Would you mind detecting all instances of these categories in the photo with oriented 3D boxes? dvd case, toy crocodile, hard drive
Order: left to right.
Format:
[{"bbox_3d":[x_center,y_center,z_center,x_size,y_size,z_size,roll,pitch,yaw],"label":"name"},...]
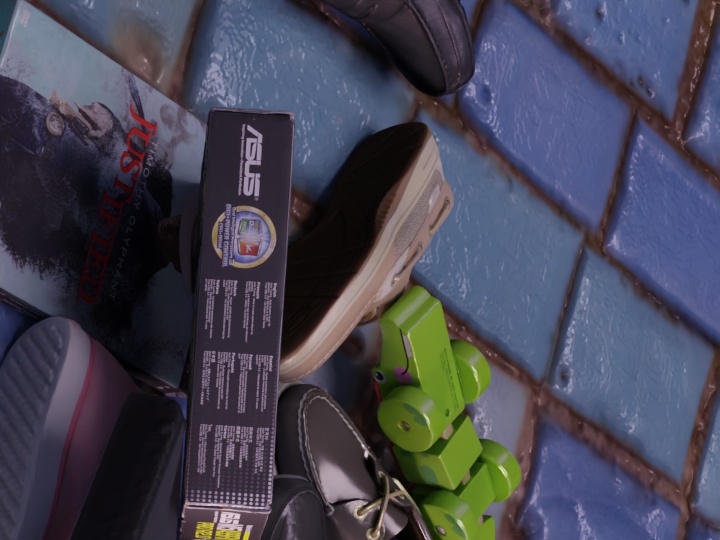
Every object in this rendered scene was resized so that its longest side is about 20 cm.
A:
[{"bbox_3d":[-0.138,-0.035,1.544,0.200,0.022,0.146,35,63,-47],"label":"dvd case"},{"bbox_3d":[-0.119,0.176,1.420,0.140,0.033,0.200,-72,172,-48],"label":"hard drive"},{"bbox_3d":[0.042,0.099,1.716,0.068,0.062,0.200,-48,134,-39],"label":"toy crocodile"}]

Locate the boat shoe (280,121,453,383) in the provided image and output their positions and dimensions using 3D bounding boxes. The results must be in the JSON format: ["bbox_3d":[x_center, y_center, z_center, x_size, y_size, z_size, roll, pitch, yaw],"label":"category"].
[{"bbox_3d":[0.000,0.000,1.679,0.065,0.072,0.200,60,42,-30],"label":"boat shoe"}]

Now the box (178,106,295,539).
[{"bbox_3d":[-0.064,0.034,1.497,0.160,0.044,0.200,112,-19,-76],"label":"box"}]

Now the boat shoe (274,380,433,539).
[{"bbox_3d":[0.004,0.145,1.688,0.072,0.060,0.202,-48,126,-40],"label":"boat shoe"}]

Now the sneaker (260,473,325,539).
[{"bbox_3d":[-0.030,0.208,1.564,0.075,0.079,0.200,12,78,-50],"label":"sneaker"}]

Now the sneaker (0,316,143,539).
[{"bbox_3d":[-0.153,0.132,1.480,0.105,0.075,0.200,42,54,-37],"label":"sneaker"}]

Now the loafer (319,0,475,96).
[{"bbox_3d":[-0.003,-0.172,1.681,0.070,0.068,0.201,-51,122,-28],"label":"loafer"}]
